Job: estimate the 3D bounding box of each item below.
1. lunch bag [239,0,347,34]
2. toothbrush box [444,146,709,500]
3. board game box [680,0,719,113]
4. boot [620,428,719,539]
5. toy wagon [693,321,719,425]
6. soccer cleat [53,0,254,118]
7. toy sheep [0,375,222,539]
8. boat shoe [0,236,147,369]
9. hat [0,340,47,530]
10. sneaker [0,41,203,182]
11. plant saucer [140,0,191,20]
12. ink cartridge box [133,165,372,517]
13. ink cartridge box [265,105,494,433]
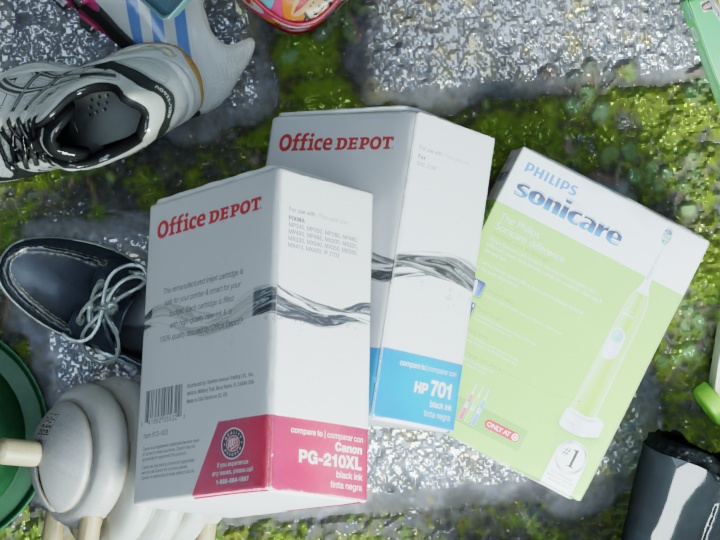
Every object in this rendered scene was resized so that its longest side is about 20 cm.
[{"bbox_3d":[-0.040,-0.281,1.392,0.176,0.082,0.200,44,91,-2],"label":"lunch bag"},{"bbox_3d":[0.128,0.035,1.407,0.145,0.086,0.201,26,92,-2],"label":"toothbrush box"},{"bbox_3d":[0.324,-0.120,1.436,0.134,0.029,0.201,-20,93,0],"label":"board game box"},{"bbox_3d":[0.177,0.189,1.386,0.199,0.076,0.169,7,104,-27],"label":"boot"},{"bbox_3d":[0.340,0.097,1.439,0.155,0.040,0.200,-37,92,0],"label":"toy wagon"},{"bbox_3d":[-0.157,-0.196,1.406,0.086,0.070,0.200,-44,96,-14],"label":"soccer cleat"},{"bbox_3d":[-0.156,0.136,1.372,0.199,0.138,0.139,11,92,-40],"label":"toy sheep"},{"bbox_3d":[-0.161,0.033,1.409,0.199,0.062,0.075,29,90,-3],"label":"boat shoe"},{"bbox_3d":[-0.293,0.125,1.350,0.199,0.176,0.166,23,93,-3],"label":"hat"},{"bbox_3d":[-0.206,-0.100,1.361,0.199,0.088,0.076,-17,108,27],"label":"sneaker"},{"bbox_3d":[-0.163,-0.239,1.334,0.070,0.019,0.200,-47,62,-2],"label":"plant saucer"},{"bbox_3d":[-0.068,0.049,1.285,0.084,0.144,0.201,12,73,-39],"label":"ink cartridge box"},{"bbox_3d":[0.000,0.000,1.353,0.086,0.146,0.201,16,81,-42],"label":"ink cartridge box"}]
